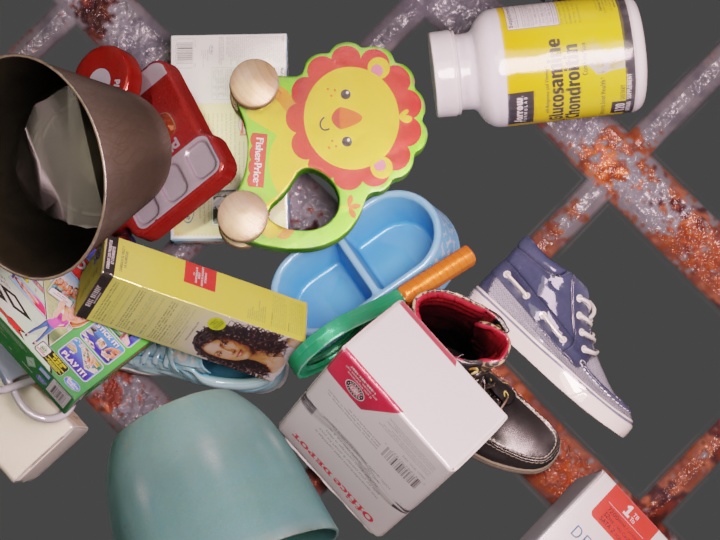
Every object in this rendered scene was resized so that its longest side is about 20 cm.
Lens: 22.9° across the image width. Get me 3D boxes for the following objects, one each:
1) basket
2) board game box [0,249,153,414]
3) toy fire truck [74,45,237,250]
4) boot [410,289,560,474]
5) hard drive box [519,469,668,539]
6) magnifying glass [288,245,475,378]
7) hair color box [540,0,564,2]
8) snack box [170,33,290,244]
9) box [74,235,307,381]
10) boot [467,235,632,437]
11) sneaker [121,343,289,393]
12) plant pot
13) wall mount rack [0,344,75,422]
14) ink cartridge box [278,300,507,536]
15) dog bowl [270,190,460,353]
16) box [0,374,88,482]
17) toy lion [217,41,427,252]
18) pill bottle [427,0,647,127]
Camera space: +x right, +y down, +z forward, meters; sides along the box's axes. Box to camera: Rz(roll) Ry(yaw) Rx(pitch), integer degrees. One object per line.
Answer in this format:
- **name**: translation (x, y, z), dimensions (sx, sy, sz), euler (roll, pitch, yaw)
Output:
- **basket**: translation (-0.244, -0.093, 1.512), dimensions (0.134, 0.200, 0.183), euler (-11, 94, 15)
- **board game box**: translation (-0.285, 0.015, 1.593), dimensions (0.200, 0.029, 0.134), euler (47, 44, 2)
- **toy fire truck**: translation (-0.223, -0.097, 1.654), dimensions (0.199, 0.112, 0.169), euler (-37, 64, 15)
- **boot**: translation (0.110, 0.102, 1.640), dimensions (0.199, 0.151, 0.073), euler (37, 65, 8)
- **hard drive box**: translation (0.198, 0.311, 1.633), dimensions (0.156, 0.077, 0.200), euler (46, 72, 1)
- **magnifying glass**: translation (0.020, 0.037, 1.628), dimensions (0.199, 0.080, 0.022), euler (-34, 75, -14)
- **hair color box**: translation (0.129, -0.332, 1.712), dimensions (0.199, 0.099, 0.061), euler (32, 86, 4)
- **snack box**: translation (-0.126, -0.127, 1.726), dimensions (0.115, 0.037, 0.203), euler (0, 84, 1)
- **box**: translation (-0.151, 0.035, 1.597), dimensions (0.198, 0.075, 0.051), euler (20, 47, -19)
- **boot**: translation (0.200, 0.062, 1.684), dimensions (0.200, 0.073, 0.090), euler (42, 92, 5)
- **sneaker**: translation (-0.165, 0.070, 1.685), dimensions (0.197, 0.082, 0.075), euler (9, 83, 1)
- **plant pot**: translation (-0.141, 0.206, 1.622), dimensions (0.199, 0.201, 0.162), euler (-24, 73, -2)
- **wall mount rack**: translation (-0.329, 0.044, 1.605), dimensions (0.173, 0.075, 0.201), euler (-19, 70, -41)
- **ink cartridge box**: translation (0.025, 0.139, 1.614), dimensions (0.145, 0.200, 0.083), euler (47, 59, 5)
- **dog bowl**: translation (0.000, 0.000, 1.688), dimensions (0.199, 0.050, 0.112), euler (-34, 63, -3)
- **box**: translation (-0.355, 0.101, 1.681), dimensions (0.078, 0.095, 0.200), euler (-42, 87, -4)
- **toy lion**: translation (-0.033, -0.115, 1.674), dimensions (0.189, 0.069, 0.203), euler (6, 82, -3)
- **pill bottle**: translation (0.167, -0.196, 1.691), dimensions (0.197, 0.112, 0.113), euler (-7, 84, 1)
